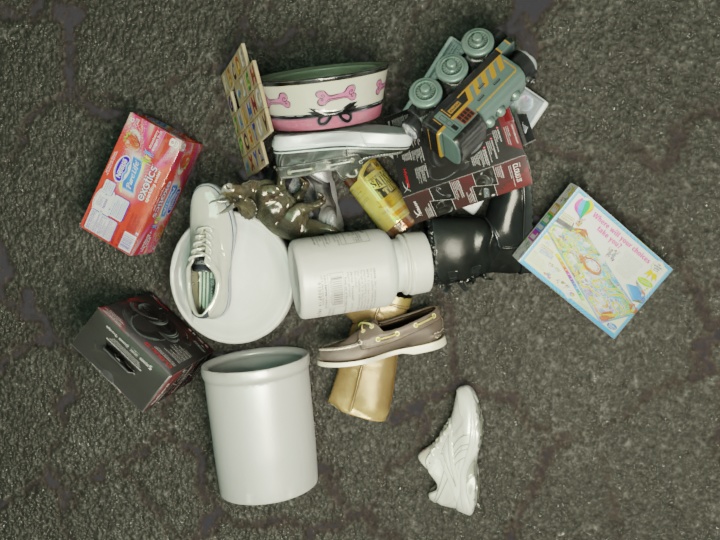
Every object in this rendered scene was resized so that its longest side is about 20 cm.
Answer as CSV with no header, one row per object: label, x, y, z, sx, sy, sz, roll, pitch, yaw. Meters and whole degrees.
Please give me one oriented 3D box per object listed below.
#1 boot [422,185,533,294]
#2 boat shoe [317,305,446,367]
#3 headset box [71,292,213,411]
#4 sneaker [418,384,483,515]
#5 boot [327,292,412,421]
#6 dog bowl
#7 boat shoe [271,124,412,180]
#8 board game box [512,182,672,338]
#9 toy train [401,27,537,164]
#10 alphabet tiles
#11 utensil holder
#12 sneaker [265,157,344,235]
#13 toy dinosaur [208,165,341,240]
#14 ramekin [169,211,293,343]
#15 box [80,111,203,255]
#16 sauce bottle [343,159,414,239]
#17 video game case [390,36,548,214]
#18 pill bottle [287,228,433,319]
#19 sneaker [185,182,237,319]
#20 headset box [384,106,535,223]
boot,0.172,-0.071,1.192,0.159,0.073,0.202,-6,104,-1
boat shoe,0.029,0.099,1.193,0.196,0.072,0.061,-11,101,-6
headset box,-0.333,0.121,1.234,0.149,0.200,0.077,42,100,4
sneaker,0.138,0.276,1.242,0.098,0.078,0.204,5,95,12
boot,-0.018,0.118,1.259,0.172,0.066,0.203,16,98,8
dog bowl,-0.054,-0.255,1.173,0.196,0.200,0.075,-3,109,9
boat shoe,-0.024,-0.163,1.129,0.196,0.072,0.072,-3,108,6
board game box,0.339,-0.012,1.172,0.199,0.034,0.135,37,100,-15
toy train,0.149,-0.238,1.087,0.114,0.085,0.200,41,78,21
alphabet tiles,-0.167,-0.235,1.196,0.007,0.200,0.170,-15,92,-19
utensil holder,-0.150,0.235,1.239,0.167,0.170,0.204,-6,96,10
sneaker,-0.091,-0.091,1.250,0.112,0.075,0.204,-12,87,11
toy dinosaur,-0.115,-0.093,1.187,0.199,0.077,0.103,32,104,-22
ramekin,-0.190,0.008,1.262,0.199,0.094,0.206,1,95,9
box,-0.345,-0.136,1.274,0.099,0.095,0.202,28,98,5
sauce bottle,0.010,-0.138,1.231,0.066,0.066,0.201,-39,90,10
video game case,0.155,-0.219,1.222,0.181,0.023,0.201,35,99,5
pill bottle,0.000,0.000,1.164,0.196,0.114,0.116,-8,94,-12
sneaker,-0.222,-0.027,1.180,0.072,0.071,0.204,-3,94,10
headset box,0.147,-0.175,1.145,0.197,0.077,0.151,-18,59,10
